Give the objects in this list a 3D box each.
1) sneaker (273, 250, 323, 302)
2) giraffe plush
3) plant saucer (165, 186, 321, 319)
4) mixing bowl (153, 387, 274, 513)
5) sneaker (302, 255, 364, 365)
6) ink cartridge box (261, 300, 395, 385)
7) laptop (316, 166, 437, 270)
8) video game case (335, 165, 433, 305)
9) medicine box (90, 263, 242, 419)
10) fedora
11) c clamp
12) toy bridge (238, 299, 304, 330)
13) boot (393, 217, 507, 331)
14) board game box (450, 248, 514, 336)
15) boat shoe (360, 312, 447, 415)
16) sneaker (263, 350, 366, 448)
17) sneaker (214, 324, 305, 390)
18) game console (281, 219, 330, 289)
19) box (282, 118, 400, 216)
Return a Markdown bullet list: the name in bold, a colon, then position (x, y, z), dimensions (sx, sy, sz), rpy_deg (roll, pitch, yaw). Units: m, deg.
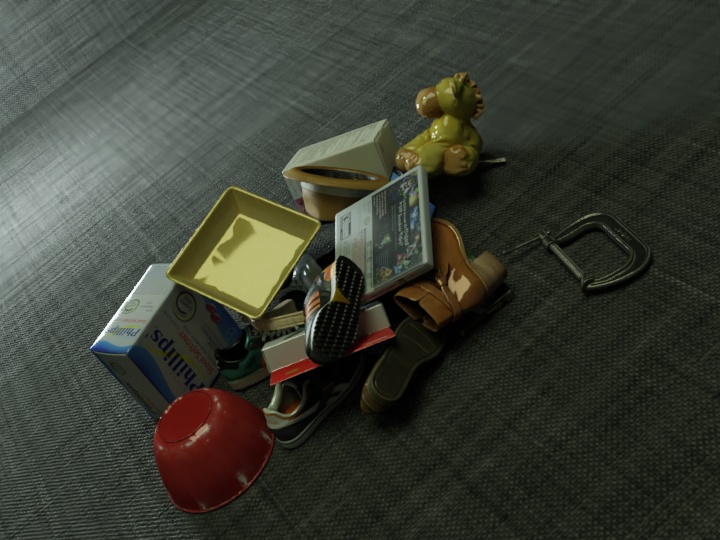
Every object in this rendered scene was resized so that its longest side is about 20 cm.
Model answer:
- **sneaker**: position (-0.119, 0.024, 1.671), dimensions (0.115, 0.074, 0.200), rpy_deg (-38, 26, -5)
- **giraffe plush**: position (0.156, -0.262, 1.662), dimensions (0.197, 0.164, 0.173), rpy_deg (-11, 18, -13)
- **plant saucer**: position (-0.187, -0.023, 1.556), dimensions (0.198, 0.049, 0.201), rpy_deg (22, 67, 25)
- **mixing bowl**: position (-0.243, 0.256, 1.453), dimensions (0.198, 0.109, 0.201), rpy_deg (-20, 37, 16)
- **sneaker**: position (-0.052, 0.072, 1.391), dimensions (0.090, 0.070, 0.201), rpy_deg (-36, 27, 38)
- **ink cartridge box**: position (-0.051, 0.105, 1.428), dimensions (0.198, 0.045, 0.176), rpy_deg (-21, 4, -3)
- **laptop**: position (0.025, -0.063, 1.626), dimensions (0.198, 0.104, 0.177), rpy_deg (-28, 34, -10)
- **video game case**: position (0.033, -0.048, 1.474), dimensions (0.181, 0.023, 0.202), rpy_deg (-28, 43, 30)
- **medicine box**: position (-0.325, 0.122, 1.608), dimensions (0.102, 0.183, 0.201), rpy_deg (-1, 45, 37)
- **fedora**: position (-0.040, -0.130, 1.640), dimensions (0.198, 0.083, 0.201), rpy_deg (6, 13, -1)
- **c clamp**: position (0.333, -0.022, 1.419), dimensions (0.170, 0.027, 0.200), rpy_deg (-31, 34, -6)
- **toy bridge**: position (-0.130, 0.073, 1.518), dimensions (0.199, 0.028, 0.067), rpy_deg (-2, 22, 44)
- **boot**: position (0.107, 0.007, 1.446), dimensions (0.155, 0.077, 0.199), rpy_deg (-36, 54, -24)
- **board game box**: position (0.147, 0.016, 1.496), dimensions (0.104, 0.024, 0.200), rpy_deg (-38, 42, -4)
- **boat shoe**: position (0.058, 0.135, 1.394), dimensions (0.200, 0.072, 0.068), rpy_deg (-42, -9, -43)
- **sneaker**: position (-0.069, 0.173, 1.444), dimensions (0.078, 0.080, 0.200), rpy_deg (11, 52, 46)
- **sneaker**: position (-0.150, 0.119, 1.564), dimensions (0.199, 0.080, 0.072), rpy_deg (-31, 32, 2)
- **game console**: position (-0.147, -0.026, 1.686), dimensions (0.199, 0.118, 0.173), rpy_deg (-8, 65, 43)
- **box**: position (-0.028, -0.191, 1.795), dimensions (0.198, 0.110, 0.128), rpy_deg (-15, 22, 22)
